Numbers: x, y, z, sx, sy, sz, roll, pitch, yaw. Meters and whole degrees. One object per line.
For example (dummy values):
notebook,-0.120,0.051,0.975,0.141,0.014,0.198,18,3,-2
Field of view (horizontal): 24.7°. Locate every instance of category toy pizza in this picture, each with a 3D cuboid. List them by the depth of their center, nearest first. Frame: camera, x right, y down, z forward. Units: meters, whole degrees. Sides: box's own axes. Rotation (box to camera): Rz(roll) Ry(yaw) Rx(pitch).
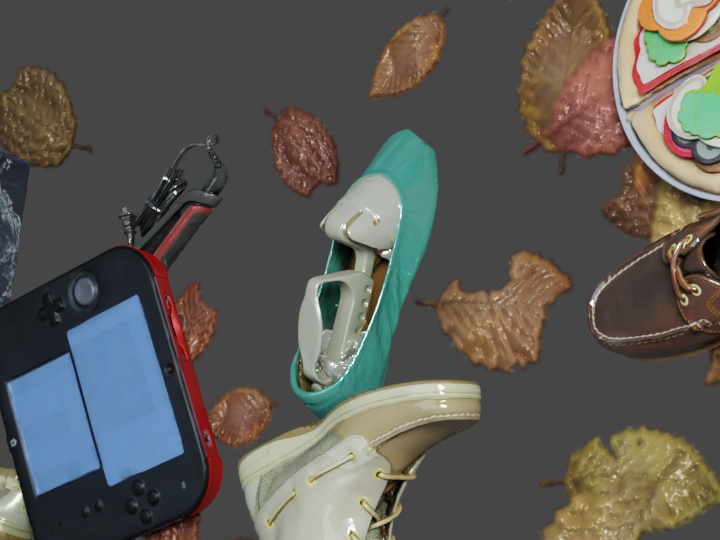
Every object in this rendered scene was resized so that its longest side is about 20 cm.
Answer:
toy pizza,0.227,-0.138,0.937,0.198,0.032,0.203,-15,66,36

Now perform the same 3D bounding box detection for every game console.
game console,-0.193,0.099,1.195,0.175,0.031,0.202,-24,76,24

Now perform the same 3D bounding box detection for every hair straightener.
hair straightener,-0.164,-0.028,1.227,0.201,0.041,0.077,-54,52,20

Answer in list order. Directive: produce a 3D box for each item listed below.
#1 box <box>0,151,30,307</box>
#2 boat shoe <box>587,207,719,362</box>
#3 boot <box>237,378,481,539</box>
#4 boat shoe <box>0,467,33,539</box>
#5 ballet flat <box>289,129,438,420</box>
box,-0.382,-0.012,1.300,0.116,0.196,0.203,-2,77,37
boat shoe,0.205,-0.004,0.907,0.199,0.070,0.071,-25,64,33
boot,0.009,0.162,1.023,0.199,0.072,0.157,-29,62,36
boat shoe,-0.325,0.156,1.297,0.199,0.073,0.064,20,85,37
ballet flat,0.000,0.000,1.070,0.067,0.070,0.203,12,86,40
